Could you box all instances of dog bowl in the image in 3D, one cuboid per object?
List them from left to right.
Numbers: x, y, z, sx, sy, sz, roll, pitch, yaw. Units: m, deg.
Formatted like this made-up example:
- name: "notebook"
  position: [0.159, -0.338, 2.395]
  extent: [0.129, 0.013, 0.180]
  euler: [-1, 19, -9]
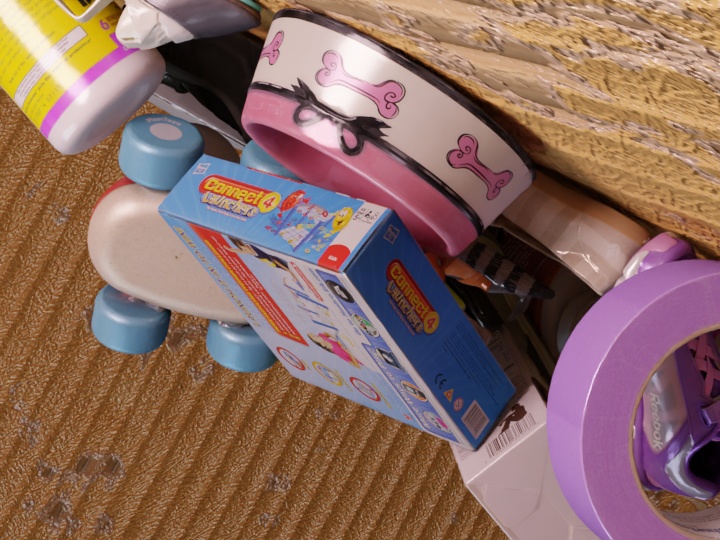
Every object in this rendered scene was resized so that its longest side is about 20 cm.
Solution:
- name: "dog bowl"
  position: [0.011, -0.082, 1.048]
  extent: [0.199, 0.074, 0.200]
  euler: [32, 174, 4]

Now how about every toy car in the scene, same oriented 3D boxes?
- name: "toy car"
  position: [-0.121, -0.056, 1.298]
  extent: [0.176, 0.185, 0.200]
  euler: [9, -148, -8]

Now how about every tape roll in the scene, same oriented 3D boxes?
- name: "tape roll"
  position: [0.221, 0.096, 1.025]
  extent: [0.199, 0.201, 0.066]
  euler: [29, 179, -16]

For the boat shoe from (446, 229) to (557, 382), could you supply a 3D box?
- name: "boat shoe"
  position: [0.111, 0.063, 1.326]
  extent: [0.202, 0.066, 0.072]
  euler: [65, 163, -8]

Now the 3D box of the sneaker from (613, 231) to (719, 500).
- name: "sneaker"
  position: [0.221, 0.072, 1.095]
  extent: [0.080, 0.201, 0.088]
  euler: [-25, -148, -33]

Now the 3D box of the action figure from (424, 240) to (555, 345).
- name: "action figure"
  position: [0.062, -0.040, 1.225]
  extent: [0.194, 0.200, 0.105]
  euler: [50, 135, -1]

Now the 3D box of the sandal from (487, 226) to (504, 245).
- name: "sandal"
  position: [0.075, -0.039, 1.444]
  extent: [0.054, 0.082, 0.200]
  euler: [29, -168, -15]

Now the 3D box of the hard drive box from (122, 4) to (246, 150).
- name: "hard drive box"
  position: [-0.156, -0.180, 1.509]
  extent: [0.155, 0.077, 0.200]
  euler: [29, 180, -19]

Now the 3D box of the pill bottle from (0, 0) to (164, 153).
- name: "pill bottle"
  position: [-0.244, -0.191, 1.199]
  extent: [0.200, 0.104, 0.104]
  euler: [48, 180, 1]

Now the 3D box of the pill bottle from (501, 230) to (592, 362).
- name: "pill bottle"
  position: [0.160, 0.015, 1.416]
  extent: [0.112, 0.113, 0.200]
  euler: [29, 180, -28]

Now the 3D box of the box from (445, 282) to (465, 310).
- name: "box"
  position: [0.000, 0.000, 1.331]
  extent: [0.200, 0.048, 0.122]
  euler: [48, 157, 21]

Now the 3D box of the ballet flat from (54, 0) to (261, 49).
- name: "ballet flat"
  position: [-0.163, -0.193, 1.112]
  extent: [0.199, 0.073, 0.073]
  euler: [29, 180, 9]

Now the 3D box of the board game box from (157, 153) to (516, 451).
- name: "board game box"
  position: [-0.016, 0.021, 1.121]
  extent: [0.195, 0.056, 0.200]
  euler: [19, 154, 44]

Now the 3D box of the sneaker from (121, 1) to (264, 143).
- name: "sneaker"
  position: [-0.116, -0.163, 1.326]
  extent: [0.199, 0.076, 0.114]
  euler: [33, 180, -28]

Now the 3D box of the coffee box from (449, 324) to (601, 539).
- name: "coffee box"
  position: [0.123, 0.133, 1.189]
  extent: [0.113, 0.080, 0.200]
  euler: [51, -174, -16]

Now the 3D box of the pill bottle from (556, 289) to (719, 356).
- name: "pill bottle"
  position: [0.239, 0.065, 1.234]
  extent: [0.104, 0.105, 0.200]
  euler: [29, 173, -32]

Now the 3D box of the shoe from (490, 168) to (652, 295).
- name: "shoe"
  position: [0.109, -0.047, 1.141]
  extent: [0.199, 0.054, 0.070]
  euler: [31, 180, 31]
